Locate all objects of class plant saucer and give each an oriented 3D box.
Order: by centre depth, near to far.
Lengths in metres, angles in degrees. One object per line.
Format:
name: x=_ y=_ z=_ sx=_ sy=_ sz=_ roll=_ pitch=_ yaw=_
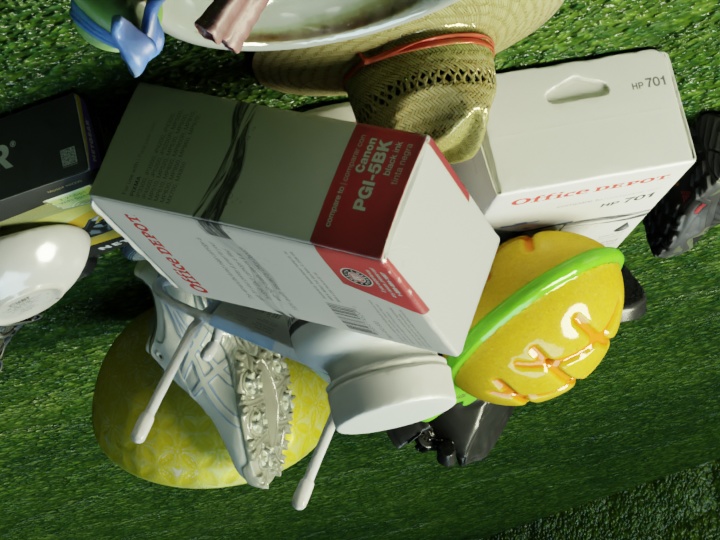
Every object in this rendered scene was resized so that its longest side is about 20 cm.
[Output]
plant saucer: x=-0.014 y=-0.168 z=0.987 sx=0.199 sy=0.051 sz=0.200 roll=-13 pitch=165 yaw=-3

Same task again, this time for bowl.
bowl: x=-0.122 y=0.071 z=1.635 sx=0.199 sy=0.200 sz=0.108 roll=-10 pitch=123 yaw=-11

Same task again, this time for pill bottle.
pill bottle: x=0.000 y=0.000 z=1.332 sx=0.110 sy=0.201 sz=0.111 roll=-13 pitch=166 yaw=-3

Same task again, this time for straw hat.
straw hat: x=0.037 y=-0.105 z=1.200 sx=0.200 sy=0.086 sz=0.201 roll=-12 pitch=165 yaw=-3

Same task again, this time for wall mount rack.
wall mount rack: x=-0.065 y=0.078 z=1.386 sx=0.199 sy=0.075 sz=0.174 roll=21 pitch=-161 yaw=6

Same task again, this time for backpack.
backpack: x=0.034 y=0.049 z=1.581 sx=0.199 sy=0.168 sz=0.127 roll=25 pitch=174 yaw=22

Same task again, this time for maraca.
maraca: x=0.107 y=0.045 z=1.412 sx=0.137 sy=0.107 sz=0.200 roll=-15 pitch=155 yaw=-41

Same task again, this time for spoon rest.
spoon rest: x=-0.262 y=0.017 z=1.272 sx=0.199 sy=0.061 sz=0.099 roll=-26 pitch=166 yaw=-4

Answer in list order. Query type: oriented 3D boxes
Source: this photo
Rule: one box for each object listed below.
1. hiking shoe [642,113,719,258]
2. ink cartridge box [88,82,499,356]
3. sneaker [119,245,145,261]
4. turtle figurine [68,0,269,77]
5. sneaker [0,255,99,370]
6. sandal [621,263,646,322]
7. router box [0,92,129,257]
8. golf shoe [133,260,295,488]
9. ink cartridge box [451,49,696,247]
hiking shoe: x=0.285 y=-0.063 z=1.591 sx=0.100 sy=0.076 sz=0.200 roll=-6 pitch=163 yaw=-14
ink cartridge box: x=-0.037 y=-0.031 z=1.205 sx=0.199 sy=0.083 sz=0.147 roll=13 pitch=162 yaw=26
sneaker: x=-0.068 y=-0.021 z=1.423 sx=0.199 sy=0.087 sz=0.078 roll=-8 pitch=165 yaw=-16
turtle figurine: x=-0.074 y=-0.196 z=0.787 sx=0.143 sy=0.201 sz=0.194 roll=27 pitch=121 yaw=-27
sneaker: x=-0.264 y=0.044 z=1.450 sx=0.198 sy=0.115 sz=0.076 roll=-20 pitch=166 yaw=19
sandal: x=0.161 y=-0.004 z=1.542 sx=0.075 sy=0.200 sz=0.045 roll=-8 pitch=122 yaw=-9
router box: x=-0.225 y=-0.040 z=1.283 sx=0.199 sy=0.053 sz=0.157 roll=-18 pitch=165 yaw=17
golf shoe: x=-0.112 y=0.069 z=1.543 sx=0.097 sy=0.201 sz=0.078 roll=-9 pitch=-171 yaw=25
ink cartridge box: x=0.129 y=-0.070 z=1.417 sx=0.145 sy=0.086 sz=0.200 roll=-10 pitch=167 yaw=-12
